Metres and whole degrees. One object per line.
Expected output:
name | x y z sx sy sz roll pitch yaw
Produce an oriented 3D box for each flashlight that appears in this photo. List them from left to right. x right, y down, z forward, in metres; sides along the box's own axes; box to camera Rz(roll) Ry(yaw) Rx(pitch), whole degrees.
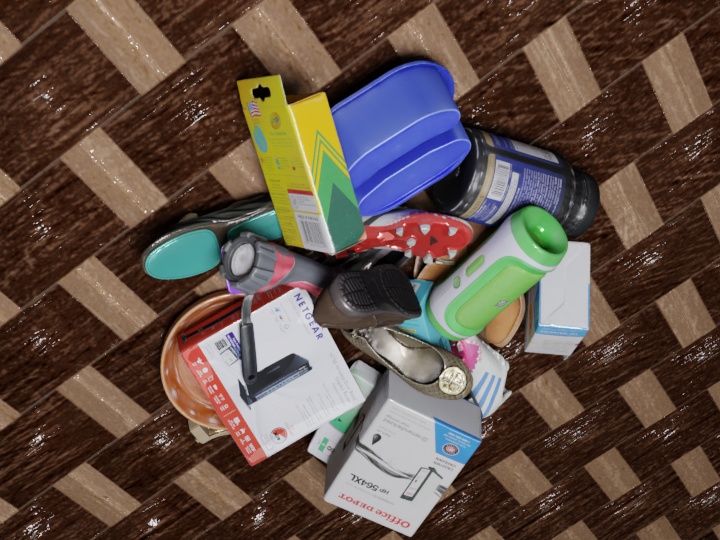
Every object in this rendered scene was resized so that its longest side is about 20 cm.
flashlight | -0.079 0.012 1.201 0.067 0.069 0.199 -1 164 36

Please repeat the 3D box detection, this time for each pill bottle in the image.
pill bottle | 0.198 -0.103 1.266 0.198 0.112 0.113 13 120 -25

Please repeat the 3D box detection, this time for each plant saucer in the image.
plant saucer | -0.167 0.117 1.337 0.198 0.032 0.203 -7 114 -15

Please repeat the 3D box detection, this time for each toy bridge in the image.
toy bridge | -0.148 0.191 1.418 0.199 0.027 0.067 -31 129 4

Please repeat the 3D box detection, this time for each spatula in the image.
spatula | -0.138 0.055 1.229 0.056 0.021 0.202 -14 124 -24

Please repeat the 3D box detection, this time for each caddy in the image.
caddy | 0.033 -0.160 1.180 0.199 0.106 0.142 -32 149 1

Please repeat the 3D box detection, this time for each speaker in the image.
speaker | 0.165 0.007 1.245 0.088 0.089 0.200 17 138 -27

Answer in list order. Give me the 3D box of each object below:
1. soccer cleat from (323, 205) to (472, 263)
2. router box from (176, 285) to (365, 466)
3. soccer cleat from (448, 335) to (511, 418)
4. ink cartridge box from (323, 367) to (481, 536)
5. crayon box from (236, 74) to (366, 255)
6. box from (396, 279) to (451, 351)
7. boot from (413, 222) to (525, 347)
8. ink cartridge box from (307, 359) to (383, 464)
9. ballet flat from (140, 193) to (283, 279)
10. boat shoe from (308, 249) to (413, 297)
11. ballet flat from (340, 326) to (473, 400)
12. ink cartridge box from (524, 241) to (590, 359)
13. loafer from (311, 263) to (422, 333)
soccer cleat | 0.039 -0.056 1.241 0.197 0.086 0.069 -3 133 7
router box | -0.115 0.129 1.312 0.178 0.049 0.201 -30 117 -3
soccer cleat | 0.171 0.130 1.462 0.086 0.070 0.201 -31 132 -14
ink cartridge box | 0.056 0.251 1.378 0.145 0.085 0.201 25 118 -10
crayon box | -0.068 -0.125 1.126 0.050 0.127 0.202 -24 108 -24
box | 0.076 0.100 1.387 0.081 0.049 0.202 7 134 29
boot | 0.146 0.014 1.363 0.153 0.074 0.203 -2 115 -16
ink cartridge box | 0.041 0.244 1.439 0.199 0.050 0.162 32 119 7
ballet flat | -0.173 -0.044 1.212 0.198 0.068 0.069 -18 125 -16
boat shoe | 0.000 0.000 1.310 0.200 0.057 0.067 -43 126 14
ballet flat | 0.057 0.108 1.315 0.199 0.046 0.068 32 92 7
ink cartridge box | 0.260 0.045 1.355 0.067 0.117 0.200 4 163 4
loafer | 0.005 0.036 1.219 0.071 0.074 0.199 -31 160 27
